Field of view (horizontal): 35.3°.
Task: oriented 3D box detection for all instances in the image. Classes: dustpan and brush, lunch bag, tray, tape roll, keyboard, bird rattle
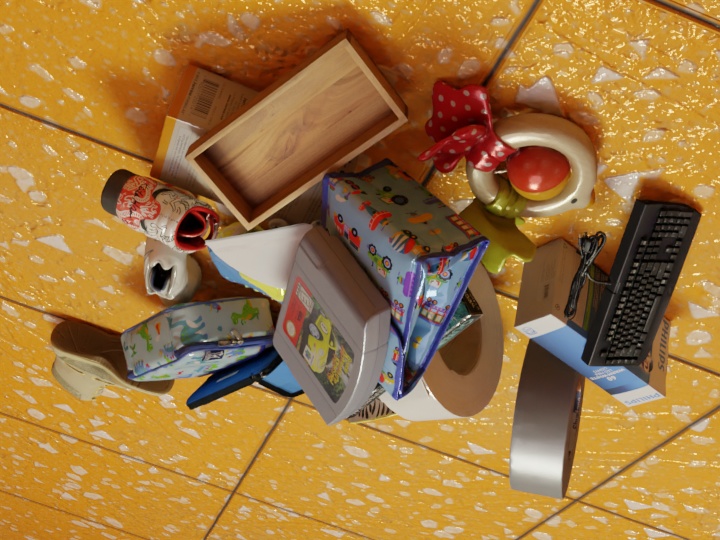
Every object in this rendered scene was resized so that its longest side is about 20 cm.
[{"bbox_3d":[-0.063,-0.008,1.256,0.139,0.058,0.200,-8,143,26],"label":"dustpan and brush"},{"bbox_3d":[-0.217,0.095,1.532,0.160,0.083,0.199,-4,167,-42],"label":"lunch bag"},{"bbox_3d":[-0.062,-0.134,1.095,0.199,0.037,0.099,-32,113,20],"label":"tray"},{"bbox_3d":[0.232,0.174,1.387,0.066,0.201,0.201,8,148,15],"label":"tape roll"},{"bbox_3d":[0.272,0.017,1.180,0.126,0.021,0.201,4,120,-14],"label":"keyboard"},{"bbox_3d":[0.150,-0.108,1.116,0.162,0.113,0.201,-8,130,15],"label":"bird rattle"},{"bbox_3d":[0.084,0.070,1.287,0.070,0.204,0.202,-9,141,36],"label":"tape roll"},{"bbox_3d":[0.022,0.017,1.126,0.150,0.094,0.201,42,133,33],"label":"lunch bag"}]

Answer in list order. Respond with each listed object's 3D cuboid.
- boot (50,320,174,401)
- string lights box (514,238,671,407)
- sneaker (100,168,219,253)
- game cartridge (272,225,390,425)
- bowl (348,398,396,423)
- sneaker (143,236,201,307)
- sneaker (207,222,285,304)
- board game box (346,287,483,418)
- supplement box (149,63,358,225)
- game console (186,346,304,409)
[{"bbox_3d":[-0.391,0.162,1.771,0.199,0.073,0.156,21,148,-5],"label":"boot"},{"bbox_3d":[0.268,0.062,1.286,0.199,0.103,0.059,34,143,-27],"label":"string lights box"},{"bbox_3d":[-0.200,-0.054,1.264,0.107,0.068,0.201,27,-179,16],"label":"sneaker"},{"bbox_3d":[-0.030,0.066,1.136,0.133,0.041,0.201,49,146,23],"label":"game cartridge"},{"bbox_3d":[0.068,0.124,1.452,0.199,0.095,0.201,-16,176,-1],"label":"bowl"},{"bbox_3d":[-0.249,0.002,1.443,0.074,0.088,0.200,11,150,4],"label":"sneaker"},{"bbox_3d":[-0.110,0.000,1.409,0.105,0.076,0.200,7,153,50],"label":"sneaker"},{"bbox_3d":[0.022,0.047,1.192,0.200,0.136,0.028,-41,157,29],"label":"board game box"},{"bbox_3d":[-0.111,-0.122,1.195,0.199,0.074,0.126,21,149,-9],"label":"supplement box"},{"bbox_3d":[-0.118,0.160,1.603,0.199,0.171,0.119,-27,103,44],"label":"game console"}]
